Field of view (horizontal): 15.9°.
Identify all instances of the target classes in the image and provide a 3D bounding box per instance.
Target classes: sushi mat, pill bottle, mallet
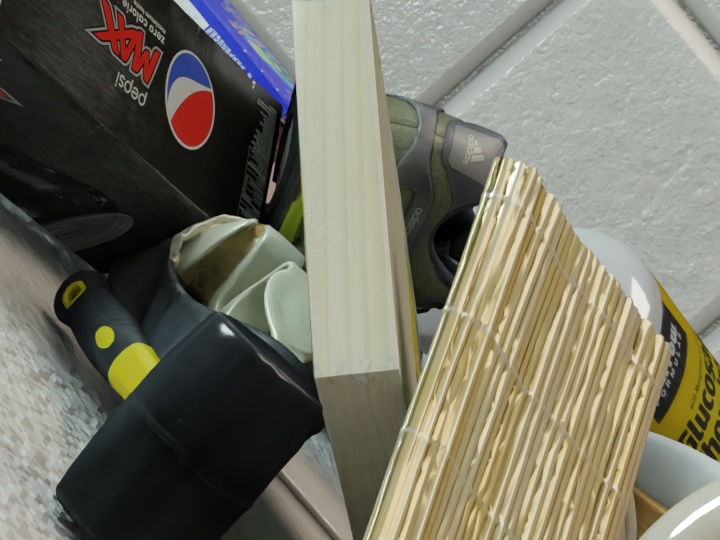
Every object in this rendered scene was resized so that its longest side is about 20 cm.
[{"bbox_3d":[0.039,0.073,0.712,0.096,0.012,0.201,48,47,-34],"label":"sushi mat"},{"bbox_3d":[0.095,0.053,1.114,0.200,0.112,0.112,49,3,-39],"label":"pill bottle"},{"bbox_3d":[-0.068,0.036,0.713,0.041,0.066,0.200,43,-9,-19],"label":"mallet"}]

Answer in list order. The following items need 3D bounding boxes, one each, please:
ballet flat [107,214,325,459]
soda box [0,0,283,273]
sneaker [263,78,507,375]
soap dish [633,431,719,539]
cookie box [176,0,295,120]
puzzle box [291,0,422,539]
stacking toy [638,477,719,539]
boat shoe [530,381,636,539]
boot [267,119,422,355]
[{"bbox_3d":[-0.042,0.022,0.834,0.073,0.073,0.200,48,4,-14],"label":"ballet flat"},{"bbox_3d":[-0.103,-0.068,0.851,0.200,0.070,0.064,44,48,-54],"label":"soda box"},{"bbox_3d":[0.000,0.000,0.959,0.080,0.074,0.200,12,-27,-4],"label":"sneaker"},{"bbox_3d":[0.160,0.130,0.965,0.157,0.082,0.200,27,0,-3],"label":"soap dish"},{"bbox_3d":[-0.102,-0.125,1.453,0.200,0.075,0.171,51,5,14],"label":"cookie box"},{"bbox_3d":[0.004,0.022,0.813,0.200,0.025,0.134,80,5,-58],"label":"puzzle box"},{"bbox_3d":[0.135,0.139,0.782,0.146,0.146,0.200,50,-5,11],"label":"stacking toy"},{"bbox_3d":[0.052,0.112,0.810,0.060,0.076,0.201,17,-46,41],"label":"boat shoe"},{"bbox_3d":[-0.020,0.009,1.145,0.200,0.072,0.166,51,1,-35],"label":"boot"}]
